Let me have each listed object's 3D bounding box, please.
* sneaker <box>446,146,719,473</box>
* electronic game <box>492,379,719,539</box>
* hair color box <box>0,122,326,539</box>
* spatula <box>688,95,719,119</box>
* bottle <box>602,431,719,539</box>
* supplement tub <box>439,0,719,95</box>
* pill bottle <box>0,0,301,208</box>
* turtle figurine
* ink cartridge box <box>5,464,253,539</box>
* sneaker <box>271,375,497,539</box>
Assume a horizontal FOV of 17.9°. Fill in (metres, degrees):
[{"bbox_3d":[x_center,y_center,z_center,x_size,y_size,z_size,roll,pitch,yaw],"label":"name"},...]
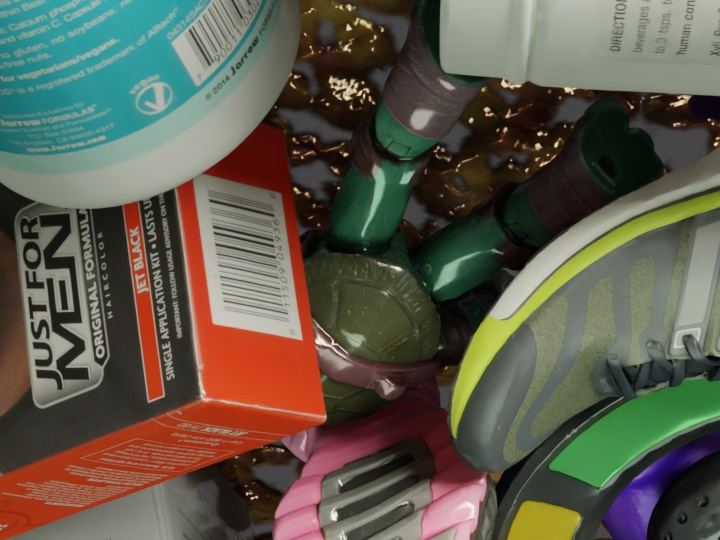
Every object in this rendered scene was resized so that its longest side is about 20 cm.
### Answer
[{"bbox_3d":[0.116,0.009,0.707,0.200,0.081,0.074,-34,159,7],"label":"sneaker"},{"bbox_3d":[0.141,0.096,0.805,0.199,0.042,0.201,-3,128,-4],"label":"electronic game"},{"bbox_3d":[-0.110,0.027,0.744,0.200,0.102,0.061,-23,157,35],"label":"hair color box"},{"bbox_3d":[0.077,-0.081,0.711,0.199,0.021,0.057,16,144,-14],"label":"spatula"},{"bbox_3d":[0.124,0.076,0.869,0.065,0.084,0.200,-24,135,26],"label":"bottle"},{"bbox_3d":[0.122,-0.108,0.576,0.199,0.132,0.132,4,144,2],"label":"supplement tub"},{"bbox_3d":[-0.097,-0.115,0.611,0.110,0.111,0.200,-8,142,18],"label":"pill bottle"},{"bbox_3d":[0.000,0.000,0.775,0.149,0.101,0.200,22,134,-29],"label":"turtle figurine"},{"bbox_3d":[-0.086,0.154,0.878,0.084,0.176,0.200,-14,158,4],"label":"ink cartridge box"},{"bbox_3d":[0.014,0.094,0.808,0.079,0.200,0.096,-17,110,3],"label":"sneaker"}]
